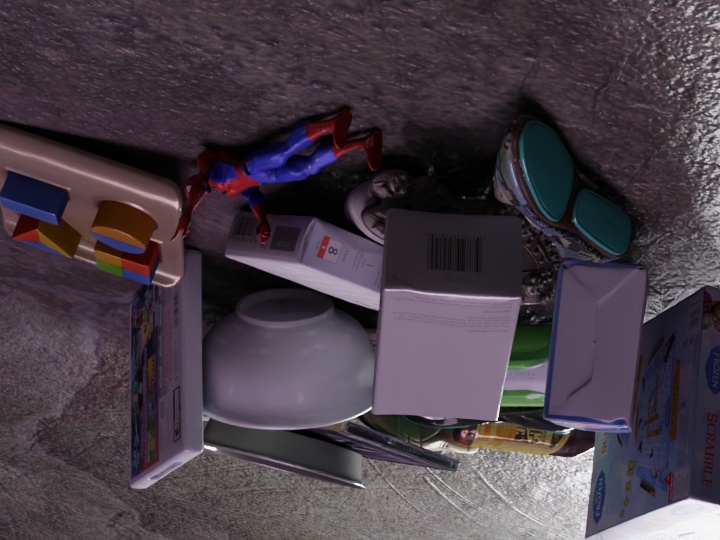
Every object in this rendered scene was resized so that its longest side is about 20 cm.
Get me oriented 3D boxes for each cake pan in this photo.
[{"bbox_3d":[-0.085,0.198,1.796,0.200,0.037,0.200,14,171,2],"label":"cake pan"}]

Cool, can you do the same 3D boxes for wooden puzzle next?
[{"bbox_3d":[-0.251,-0.045,1.481,0.185,0.046,0.200,19,156,2],"label":"wooden puzzle"}]

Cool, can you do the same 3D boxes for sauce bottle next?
[{"bbox_3d":[0.202,0.170,1.791,0.199,0.066,0.066,6,158,-8],"label":"sauce bottle"}]

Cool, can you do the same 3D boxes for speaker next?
[{"bbox_3d":[0.140,0.094,1.617,0.199,0.089,0.088,-2,154,28],"label":"speaker"}]

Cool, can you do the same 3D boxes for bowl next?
[{"bbox_3d":[-0.072,0.075,1.603,0.200,0.091,0.201,0,-160,0],"label":"bowl"}]

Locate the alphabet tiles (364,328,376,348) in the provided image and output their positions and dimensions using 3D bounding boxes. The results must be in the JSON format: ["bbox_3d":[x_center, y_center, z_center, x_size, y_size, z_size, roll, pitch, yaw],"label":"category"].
[{"bbox_3d":[-0.001,0.098,1.774,0.199,0.015,0.196,2,155,18],"label":"alphabet tiles"}]

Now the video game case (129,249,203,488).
[{"bbox_3d":[-0.194,0.101,1.628,0.023,0.201,0.182,5,160,-24],"label":"video game case"}]

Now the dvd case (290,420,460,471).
[{"bbox_3d":[-0.008,0.180,1.752,0.148,0.016,0.200,22,167,-30],"label":"dvd case"}]

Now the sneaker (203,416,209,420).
[{"bbox_3d":[-0.164,0.159,1.909,0.199,0.074,0.116,13,154,-9],"label":"sneaker"}]

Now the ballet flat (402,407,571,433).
[{"bbox_3d":[0.141,0.127,1.724,0.199,0.068,0.069,3,132,-10],"label":"ballet flat"}]

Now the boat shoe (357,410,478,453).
[{"bbox_3d":[0.053,0.167,1.797,0.065,0.072,0.200,-19,156,36],"label":"boat shoe"}]

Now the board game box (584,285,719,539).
[{"bbox_3d":[0.278,0.139,1.519,0.041,0.201,0.200,16,157,-15],"label":"board game box"}]

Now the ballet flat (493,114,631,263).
[{"bbox_3d":[0.143,-0.059,1.289,0.074,0.074,0.200,-6,150,33],"label":"ballet flat"}]

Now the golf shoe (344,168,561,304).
[{"bbox_3d":[0.077,-0.031,1.399,0.200,0.079,0.097,27,170,-22],"label":"golf shoe"}]

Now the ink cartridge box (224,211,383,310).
[{"bbox_3d":[0.000,0.000,1.456,0.199,0.050,0.162,18,175,-28],"label":"ink cartridge box"}]

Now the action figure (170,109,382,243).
[{"bbox_3d":[-0.079,-0.063,1.339,0.200,0.099,0.065,-9,150,42],"label":"action figure"}]

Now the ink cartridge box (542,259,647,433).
[{"bbox_3d":[0.208,0.072,1.433,0.076,0.137,0.200,6,174,13],"label":"ink cartridge box"}]

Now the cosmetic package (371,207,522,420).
[{"bbox_3d":[0.068,0.041,1.337,0.112,0.081,0.200,4,147,-1],"label":"cosmetic package"}]
